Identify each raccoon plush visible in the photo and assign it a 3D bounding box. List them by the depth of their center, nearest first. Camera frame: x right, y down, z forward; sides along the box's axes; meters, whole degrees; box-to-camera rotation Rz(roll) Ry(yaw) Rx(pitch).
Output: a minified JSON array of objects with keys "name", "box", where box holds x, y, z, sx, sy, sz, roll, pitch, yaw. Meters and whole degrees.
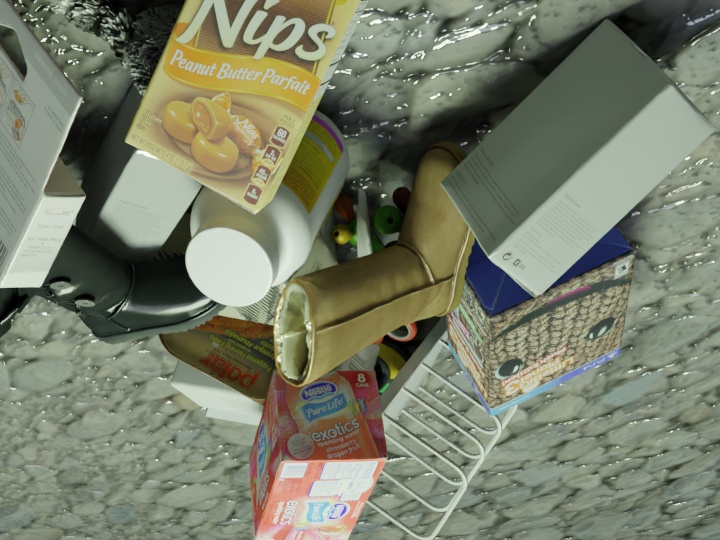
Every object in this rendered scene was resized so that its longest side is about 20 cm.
[{"name":"raccoon plush","box":[-0.130,-0.190,0.978,0.199,0.097,0.134,26,131,-34]}]

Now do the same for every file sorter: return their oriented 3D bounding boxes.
[{"name":"file sorter","box":[0.085,0.166,1.367,0.124,0.200,0.139,33,132,9]}]

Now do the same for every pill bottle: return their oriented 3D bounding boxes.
[{"name":"pill bottle","box":[-0.080,-0.055,1.061,0.103,0.200,0.105,7,123,11]}]

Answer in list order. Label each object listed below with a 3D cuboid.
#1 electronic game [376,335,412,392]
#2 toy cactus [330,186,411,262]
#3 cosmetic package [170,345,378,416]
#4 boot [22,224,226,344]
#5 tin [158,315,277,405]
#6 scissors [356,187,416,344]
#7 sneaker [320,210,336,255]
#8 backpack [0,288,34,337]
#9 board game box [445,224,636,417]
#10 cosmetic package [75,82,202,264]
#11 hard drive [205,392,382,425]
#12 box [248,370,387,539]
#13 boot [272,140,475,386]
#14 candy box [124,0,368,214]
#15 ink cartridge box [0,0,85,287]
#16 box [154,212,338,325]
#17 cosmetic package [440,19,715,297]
[{"name":"electronic game","box":[-0.035,0.116,1.487,0.198,0.042,0.201,0,147,0]},{"name":"toy cactus","box":[0.054,-0.024,1.248,0.164,0.103,0.201,-19,145,-6]},{"name":"cosmetic package","box":[-0.092,0.102,1.344,0.198,0.102,0.074,7,157,29]},{"name":"boot","box":[-0.220,-0.010,1.087,0.164,0.066,0.200,-22,144,18]},{"name":"tin","box":[-0.117,0.064,1.268,0.199,0.112,0.042,25,164,28]},{"name":"scissors","box":[0.000,0.000,1.188,0.073,0.014,0.201,5,136,29]},{"name":"sneaker","box":[-0.065,-0.017,1.254,0.081,0.074,0.201,-3,146,0]},{"name":"backpack","box":[-0.376,-0.017,1.149,0.154,0.200,0.191,32,156,30]},{"name":"board game box","box":[0.174,0.032,1.255,0.158,0.097,0.201,-25,148,-9]},{"name":"cosmetic package","box":[-0.196,-0.082,1.130,0.074,0.102,0.200,15,146,-24]},{"name":"hard drive","box":[-0.079,0.160,1.507,0.198,0.026,0.132,11,152,-8]},{"name":"box","box":[-0.046,0.183,1.218,0.102,0.095,0.201,1,147,-12]},{"name":"boot","box":[0.016,-0.008,1.087,0.066,0.177,0.199,20,-151,41]},{"name":"candy box","box":[-0.078,-0.159,0.926,0.115,0.055,0.201,28,107,1]},{"name":"ink cartridge box","box":[-0.274,-0.117,0.972,0.045,0.200,0.177,-1,132,-47]},{"name":"box","box":[-0.118,-0.001,1.208,0.199,0.069,0.082,7,145,36]},{"name":"cosmetic package","box":[0.175,-0.093,1.038,0.200,0.113,0.081,-42,132,15]}]
